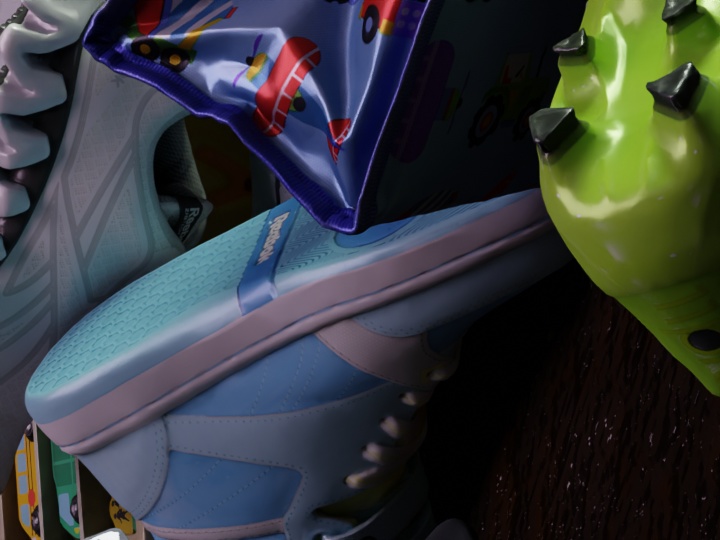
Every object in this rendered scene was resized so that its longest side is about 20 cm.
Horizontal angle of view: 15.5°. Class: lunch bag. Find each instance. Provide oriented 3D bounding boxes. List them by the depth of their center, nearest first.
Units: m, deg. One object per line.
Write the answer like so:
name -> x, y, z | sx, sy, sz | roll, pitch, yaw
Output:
lunch bag -> 0.042, -0.122, 0.658 | 0.150, 0.094, 0.200 | -14, -45, -58

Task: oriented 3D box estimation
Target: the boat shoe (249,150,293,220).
boat shoe -> 0.000, 0.000, 0.885 | 0.200, 0.067, 0.074 | 96, 152, -43

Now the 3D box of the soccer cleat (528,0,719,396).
soccer cleat -> 0.086, -0.058, 0.587 | 0.067, 0.081, 0.200 | -13, 38, 33

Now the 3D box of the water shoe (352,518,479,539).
water shoe -> 0.006, 0.122, 0.776 | 0.079, 0.071, 0.200 | -64, 13, -20

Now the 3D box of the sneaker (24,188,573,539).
sneaker -> 0.008, 0.041, 0.812 | 0.200, 0.131, 0.080 | -24, 21, 30

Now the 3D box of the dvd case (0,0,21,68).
dvd case -> -0.118, -0.077, 0.947 | 0.143, 0.018, 0.201 | 43, 125, 50

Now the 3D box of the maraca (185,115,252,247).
maraca -> -0.058, -0.020, 1.031 | 0.107, 0.137, 0.201 | -8, 75, 32

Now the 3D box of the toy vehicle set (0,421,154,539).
toy vehicle set -> -0.101, 0.005, 0.962 | 0.124, 0.026, 0.201 | -19, 73, 57

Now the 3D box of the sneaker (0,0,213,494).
sneaker -> -0.097, -0.003, 0.870 | 0.075, 0.081, 0.200 | -81, 10, -66

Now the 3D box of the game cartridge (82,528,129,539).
game cartridge -> -0.051, 0.177, 0.783 | 0.130, 0.038, 0.200 | 54, 154, 31
